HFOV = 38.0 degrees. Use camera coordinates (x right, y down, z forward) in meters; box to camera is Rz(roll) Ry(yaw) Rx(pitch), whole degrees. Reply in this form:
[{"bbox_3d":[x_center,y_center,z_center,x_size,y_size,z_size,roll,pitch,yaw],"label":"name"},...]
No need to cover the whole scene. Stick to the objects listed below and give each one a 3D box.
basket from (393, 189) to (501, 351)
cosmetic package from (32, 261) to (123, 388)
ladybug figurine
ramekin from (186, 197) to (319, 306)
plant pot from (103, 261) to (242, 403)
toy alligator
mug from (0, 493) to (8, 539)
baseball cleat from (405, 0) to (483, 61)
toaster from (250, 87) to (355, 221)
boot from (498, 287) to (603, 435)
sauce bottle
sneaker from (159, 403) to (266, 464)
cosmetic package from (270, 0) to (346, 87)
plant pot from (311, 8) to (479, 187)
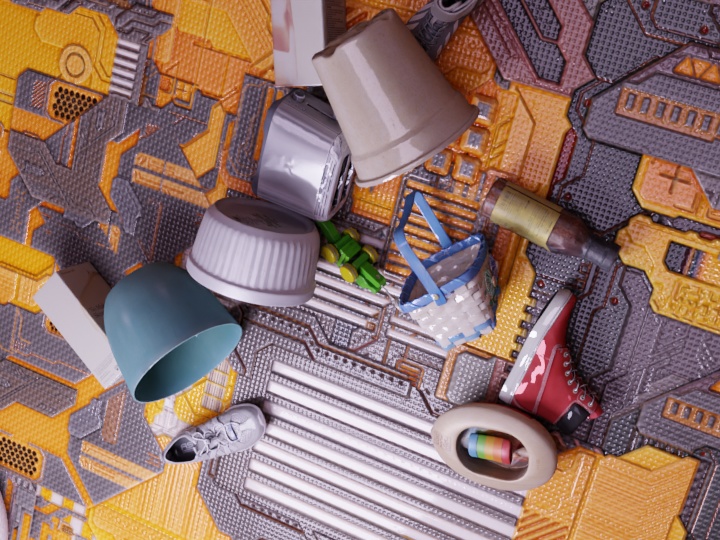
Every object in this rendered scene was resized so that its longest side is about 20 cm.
[{"bbox_3d":[0.116,-0.006,1.490,0.138,0.177,0.200,-32,107,24],"label":"basket"},{"bbox_3d":[-0.443,0.090,1.761,0.073,0.103,0.200,-41,86,22],"label":"cosmetic package"},{"bbox_3d":[0.200,0.253,1.551,0.198,0.072,0.137,12,118,23],"label":"ladybug figurine"},{"bbox_3d":[-0.153,-0.034,1.568,0.199,0.200,0.106,21,109,16],"label":"ramekin"},{"bbox_3d":[-0.314,0.085,1.667,0.201,0.200,0.161,-44,70,23],"label":"plant pot"},{"bbox_3d":[0.000,0.000,1.599,0.200,0.059,0.054,46,152,8],"label":"toy alligator"},{"bbox_3d":[-0.736,0.469,1.899,0.146,0.200,0.177,-8,105,27],"label":"mug"},{"bbox_3d":[0.101,-0.348,1.459,0.070,0.106,0.200,41,114,3],"label":"baseball cleat"},{"bbox_3d":[-0.080,-0.161,1.556,0.128,0.114,0.201,26,125,12],"label":"toaster"},{"bbox_3d":[0.300,0.134,1.499,0.143,0.072,0.202,27,117,14],"label":"boot"},{"bbox_3d":[0.268,-0.060,1.473,0.199,0.066,0.066,31,110,15],"label":"sauce bottle"},{"bbox_3d":[-0.243,0.284,1.731,0.199,0.082,0.075,-27,90,24],"label":"sneaker"},{"bbox_3d":[-0.075,-0.371,1.526,0.086,0.103,0.202,2,100,20],"label":"cosmetic package"},{"bbox_3d":[0.034,-0.246,1.430,0.199,0.201,0.184,-25,108,23],"label":"plant pot"}]
